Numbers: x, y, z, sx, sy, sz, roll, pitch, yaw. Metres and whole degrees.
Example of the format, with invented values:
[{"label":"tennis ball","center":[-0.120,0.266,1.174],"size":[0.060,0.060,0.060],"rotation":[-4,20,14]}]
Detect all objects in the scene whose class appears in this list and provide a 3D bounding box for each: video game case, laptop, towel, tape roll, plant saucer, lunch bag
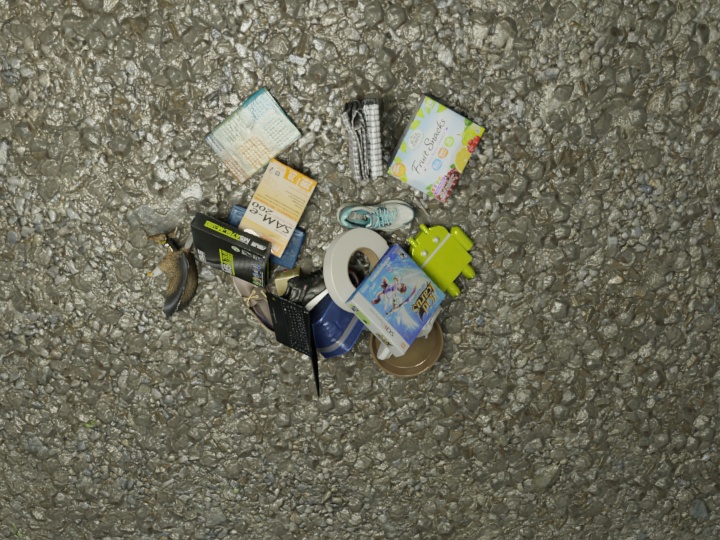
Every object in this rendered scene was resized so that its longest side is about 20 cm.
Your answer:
[{"label":"video game case","center":[0.087,0.069,1.642],"size":[0.181,0.045,0.201],"rotation":[46,61,-10]},{"label":"laptop","center":[-0.159,0.175,1.622],"size":[0.197,0.104,0.180],"rotation":[21,139,25]},{"label":"towel","center":[-0.259,-0.323,1.656],"size":[0.199,0.022,0.147],"rotation":[-36,105,12]},{"label":"towel","center":[-0.242,-0.081,1.724],"size":[0.196,0.049,0.114],"rotation":[19,108,-8]},{"label":"tape roll","center":[0.000,0.000,1.659],"size":[0.199,0.037,0.208],"rotation":[4,84,-37]},{"label":"plant saucer","center":[0.119,0.184,1.801],"size":[0.195,0.030,0.205],"rotation":[-1,108,-2]},{"label":"towel","center":[0.004,-0.301,1.576],"size":[0.083,0.201,0.169],"rotation":[-5,109,1]},{"label":"lunch bag","center":[-0.054,0.114,1.725],"size":[0.133,0.202,0.135],"rotation":[47,145,-20]}]

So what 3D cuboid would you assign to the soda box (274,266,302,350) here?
[{"label":"soda box","center":[-0.167,0.099,1.780],"size":[0.066,0.064,0.204],"rotation":[-11,110,2]}]

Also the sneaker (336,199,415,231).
[{"label":"sneaker","center":[0.040,-0.126,1.695],"size":[0.195,0.086,0.079],"rotation":[-4,106,-1]}]

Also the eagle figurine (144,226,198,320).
[{"label":"eagle figurine","center":[-0.458,0.004,1.701],"size":[0.149,0.151,0.204],"rotation":[-20,94,43]}]

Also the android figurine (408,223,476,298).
[{"label":"android figurine","center":[0.202,-0.030,1.741],"size":[0.182,0.041,0.200],"rotation":[-46,106,-6]}]

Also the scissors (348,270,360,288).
[{"label":"scissors","center":[0.019,0.076,1.701],"size":[0.199,0.074,0.014],"rotation":[41,143,-26]}]

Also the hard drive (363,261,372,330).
[{"label":"hard drive","center":[0.078,0.065,1.792],"size":[0.136,0.033,0.204],"rotation":[8,108,-4]}]

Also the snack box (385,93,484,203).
[{"label":"snack box","center":[0.176,-0.292,1.654],"size":[0.166,0.068,0.203],"rotation":[26,105,-10]}]

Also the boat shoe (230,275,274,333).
[{"label":"boat shoe","center":[-0.265,0.077,1.771],"size":[0.071,0.060,0.201],"rotation":[-32,107,11]}]

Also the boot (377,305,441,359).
[{"label":"boot","center":[0.126,0.154,1.734],"size":[0.094,0.074,0.202],"rotation":[29,100,-11]}]

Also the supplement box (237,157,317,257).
[{"label":"supplement box","center":[-0.202,-0.149,1.655],"size":[0.124,0.074,0.203],"rotation":[26,88,-7]}]

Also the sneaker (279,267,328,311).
[{"label":"sneaker","center":[-0.132,0.038,1.696],"size":[0.201,0.075,0.088],"rotation":[-49,114,-11]}]

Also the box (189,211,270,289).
[{"label":"box","center":[-0.308,-0.044,1.653],"size":[0.189,0.201,0.048],"rotation":[21,65,1]}]
